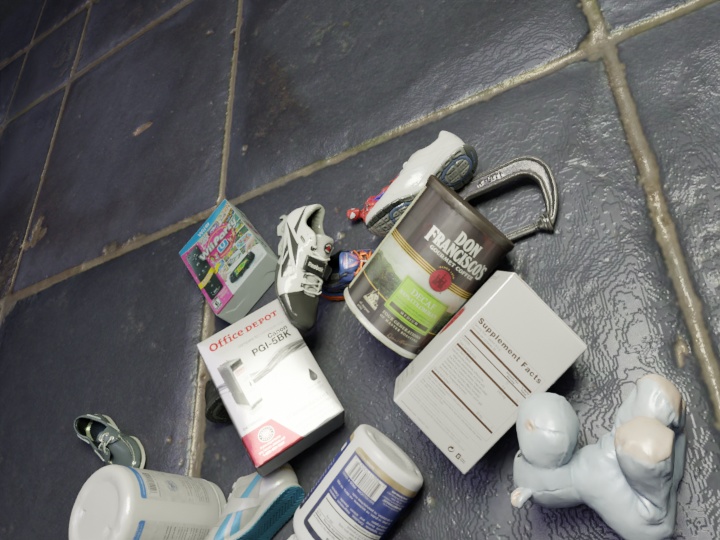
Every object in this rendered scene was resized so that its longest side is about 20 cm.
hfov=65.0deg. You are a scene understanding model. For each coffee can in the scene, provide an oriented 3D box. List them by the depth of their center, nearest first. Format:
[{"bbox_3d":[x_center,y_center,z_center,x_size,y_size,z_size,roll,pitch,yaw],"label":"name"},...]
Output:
[{"bbox_3d":[0.091,-0.003,0.771,0.201,0.145,0.147,-52,49,14],"label":"coffee can"}]

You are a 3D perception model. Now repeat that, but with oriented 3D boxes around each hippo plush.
[{"bbox_3d":[0.246,0.197,0.594,0.158,0.158,0.205,3,109,36],"label":"hippo plush"}]

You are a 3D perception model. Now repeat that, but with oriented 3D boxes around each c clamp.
[{"bbox_3d":[0.199,-0.066,0.820,0.197,0.027,0.174,-28,67,22],"label":"c clamp"}]

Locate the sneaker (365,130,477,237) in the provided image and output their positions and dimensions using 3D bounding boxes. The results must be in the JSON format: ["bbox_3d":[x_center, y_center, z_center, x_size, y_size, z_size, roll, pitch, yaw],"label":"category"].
[{"bbox_3d":[0.086,-0.129,0.865,0.199,0.074,0.088,-38,42,12],"label":"sneaker"}]

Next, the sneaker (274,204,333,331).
[{"bbox_3d":[-0.079,-0.013,0.859,0.087,0.073,0.205,-23,62,32],"label":"sneaker"}]

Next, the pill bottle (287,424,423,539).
[{"bbox_3d":[-0.018,0.313,0.728,0.202,0.111,0.111,-52,50,0],"label":"pill bottle"}]

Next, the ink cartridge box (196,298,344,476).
[{"bbox_3d":[-0.132,0.167,0.830,0.145,0.083,0.202,-29,68,-16],"label":"ink cartridge box"}]

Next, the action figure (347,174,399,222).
[{"bbox_3d":[0.063,-0.114,0.931,0.196,0.051,0.067,-15,64,30],"label":"action figure"}]

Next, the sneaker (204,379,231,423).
[{"bbox_3d":[-0.196,0.159,0.953,0.199,0.076,0.091,-43,41,3],"label":"sneaker"}]

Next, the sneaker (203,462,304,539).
[{"bbox_3d":[-0.171,0.363,0.836,0.199,0.077,0.081,-42,44,0],"label":"sneaker"}]

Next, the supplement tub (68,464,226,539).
[{"bbox_3d":[-0.308,0.369,0.837,0.129,0.200,0.135,-15,58,26],"label":"supplement tub"}]

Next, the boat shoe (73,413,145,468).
[{"bbox_3d":[-0.474,0.327,1.057,0.197,0.062,0.074,22,80,39],"label":"boat shoe"}]

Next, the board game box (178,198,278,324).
[{"bbox_3d":[-0.249,-0.019,1.080,0.148,0.064,0.200,-48,50,4],"label":"board game box"}]

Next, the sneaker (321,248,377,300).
[{"bbox_3d":[0.000,0.000,0.893,0.196,0.078,0.077,-16,59,27],"label":"sneaker"}]

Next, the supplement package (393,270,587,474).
[{"bbox_3d":[0.148,0.114,0.684,0.120,0.121,0.200,44,94,3],"label":"supplement package"}]
